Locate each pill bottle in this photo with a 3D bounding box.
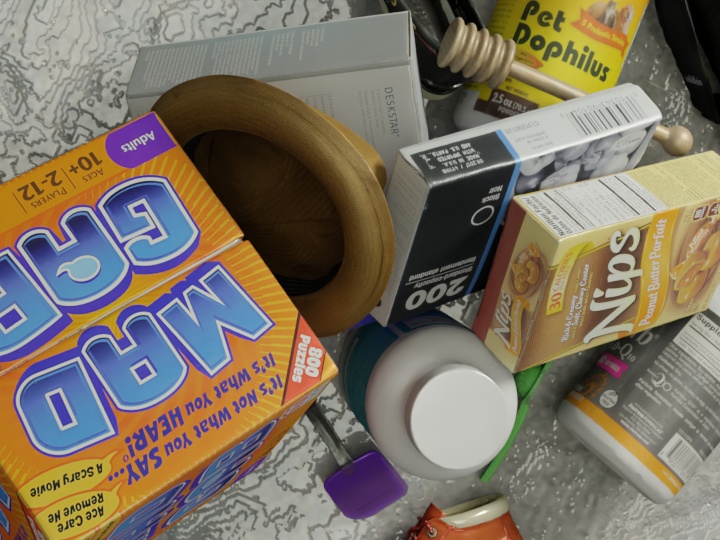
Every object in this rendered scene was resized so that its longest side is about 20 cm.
[{"bbox_3d":[0.259,0.077,1.091,0.116,0.116,0.200,41,88,-11],"label":"pill bottle"},{"bbox_3d":[0.154,-0.184,1.047,0.108,0.109,0.202,21,92,-11],"label":"pill bottle"},{"bbox_3d":[0.050,0.089,1.013,0.110,0.200,0.112,-1,97,-9],"label":"pill bottle"}]

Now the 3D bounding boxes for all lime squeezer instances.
[{"bbox_3d":[0.125,0.073,1.107,0.070,0.038,0.202,-6,98,-9],"label":"lime squeezer"}]

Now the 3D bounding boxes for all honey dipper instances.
[{"bbox_3d":[0.150,-0.126,0.982,0.198,0.038,0.038,22,92,-14],"label":"honey dipper"}]

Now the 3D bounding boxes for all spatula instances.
[{"bbox_3d":[-0.032,0.120,1.074,0.056,0.021,0.201,-33,111,3],"label":"spatula"}]

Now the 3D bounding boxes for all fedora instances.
[{"bbox_3d":[-0.049,-0.052,0.892,0.082,0.200,0.201,-43,104,-42],"label":"fedora"}]

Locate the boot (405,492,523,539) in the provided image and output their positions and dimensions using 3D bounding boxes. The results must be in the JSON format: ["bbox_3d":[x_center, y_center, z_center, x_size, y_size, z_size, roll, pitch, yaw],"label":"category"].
[{"bbox_3d":[0.043,0.246,1.099,0.198,0.075,0.108,-15,96,-16],"label":"boot"}]

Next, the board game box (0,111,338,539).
[{"bbox_3d":[-0.172,0.066,0.859,0.199,0.200,0.200,-32,79,-30],"label":"board game box"}]

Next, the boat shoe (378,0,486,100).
[{"bbox_3d":[0.033,-0.229,1.023,0.073,0.063,0.203,-21,81,-34],"label":"boat shoe"}]

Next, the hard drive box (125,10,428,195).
[{"bbox_3d":[-0.051,-0.088,0.984,0.198,0.077,0.157,-5,125,6],"label":"hard drive box"}]

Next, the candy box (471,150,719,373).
[{"bbox_3d":[0.181,-0.009,0.968,0.199,0.055,0.116,-15,134,-33],"label":"candy box"}]

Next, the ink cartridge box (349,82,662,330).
[{"bbox_3d":[0.096,-0.030,0.969,0.197,0.201,0.044,-19,59,-26],"label":"ink cartridge box"}]

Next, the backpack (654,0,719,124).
[{"bbox_3d":[0.316,-0.212,1.060,0.126,0.167,0.201,-33,98,-24],"label":"backpack"}]
